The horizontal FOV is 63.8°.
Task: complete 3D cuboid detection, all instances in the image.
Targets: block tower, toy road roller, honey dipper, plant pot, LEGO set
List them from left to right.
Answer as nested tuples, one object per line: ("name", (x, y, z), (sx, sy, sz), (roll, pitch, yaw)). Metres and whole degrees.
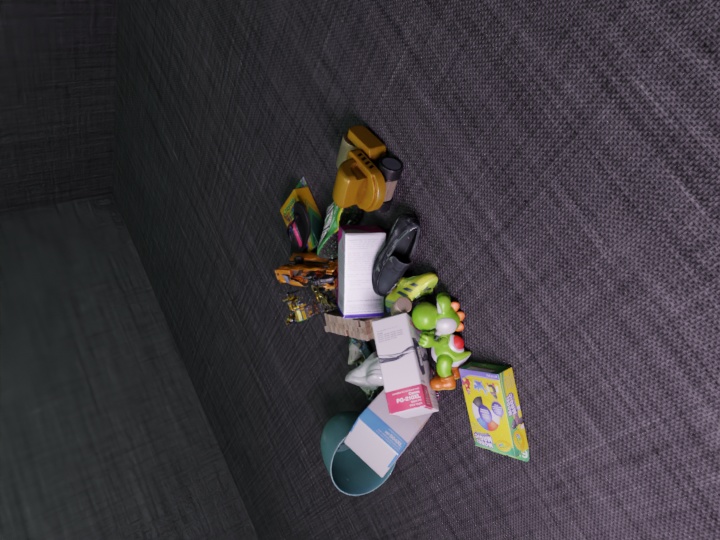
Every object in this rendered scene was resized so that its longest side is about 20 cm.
("LEGO set", (-0.122, 0.060, 1.566), (0.154, 0.197, 0.117), (155, 96, -77))
("block tower", (-0.022, 0.142, 1.548), (0.199, 0.054, 0.059), (2, 106, 51))
("plant pot", (-0.020, 0.483, 1.598), (0.161, 0.198, 0.204), (-150, 50, -62))
("toy road roller", (-0.011, -0.218, 1.290), (0.201, 0.145, 0.124), (51, 141, 30))
("honey dipper", (0.069, 0.113, 1.330), (0.038, 0.038, 0.200), (62, 156, 15))

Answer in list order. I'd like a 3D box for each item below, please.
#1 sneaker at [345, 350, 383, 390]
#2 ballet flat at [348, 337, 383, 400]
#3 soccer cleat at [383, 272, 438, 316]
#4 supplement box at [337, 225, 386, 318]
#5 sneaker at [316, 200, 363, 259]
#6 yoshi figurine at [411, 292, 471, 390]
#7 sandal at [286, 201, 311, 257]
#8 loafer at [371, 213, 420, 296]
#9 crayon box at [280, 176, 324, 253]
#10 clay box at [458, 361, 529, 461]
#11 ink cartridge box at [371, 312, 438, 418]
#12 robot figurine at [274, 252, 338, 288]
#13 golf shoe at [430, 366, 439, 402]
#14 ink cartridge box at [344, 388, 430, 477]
("sneaker", (0.028, 0.246, 1.453), (0.200, 0.074, 0.090), (-29, 42, 60))
("ballet flat", (0.005, 0.256, 1.559), (0.202, 0.074, 0.074), (62, 146, 16))
("soccer cleat", (0.104, 0.042, 1.315), (0.200, 0.064, 0.085), (-44, 66, 55))
("supplement box", (0.000, 0.000, 1.369), (0.101, 0.102, 0.203), (-126, 34, -71))
("sneaker", (-0.058, -0.115, 1.472), (0.201, 0.077, 0.085), (-61, 41, 25))
("yoshi figurine", (0.160, 0.148, 1.245), (0.112, 0.111, 0.203), (17, 115, 60))
("sandal", (-0.177, -0.095, 1.596), (0.075, 0.045, 0.202), (44, 137, 37))
("loafer", (0.079, -0.026, 1.279), (0.203, 0.067, 0.071), (-69, 29, 22))
("crayon box", (-0.164, -0.145, 1.643), (0.126, 0.051, 0.202), (-42, 69, 55))
("clay box", (0.275, 0.295, 1.189), (0.114, 0.047, 0.203), (-4, 100, 57))
("ink cartridge box", (0.099, 0.208, 1.259), (0.145, 0.083, 0.203), (42, -145, -65))
("robot figurine", (-0.120, -0.001, 1.535), (0.198, 0.145, 0.059), (7, 124, 29))
("golf shoe", (0.128, 0.244, 1.375), (0.092, 0.072, 0.202), (102, 148, -61))
("ink cartridge box", (0.080, 0.363, 1.396), (0.125, 0.200, 0.129), (39, 137, 15))
